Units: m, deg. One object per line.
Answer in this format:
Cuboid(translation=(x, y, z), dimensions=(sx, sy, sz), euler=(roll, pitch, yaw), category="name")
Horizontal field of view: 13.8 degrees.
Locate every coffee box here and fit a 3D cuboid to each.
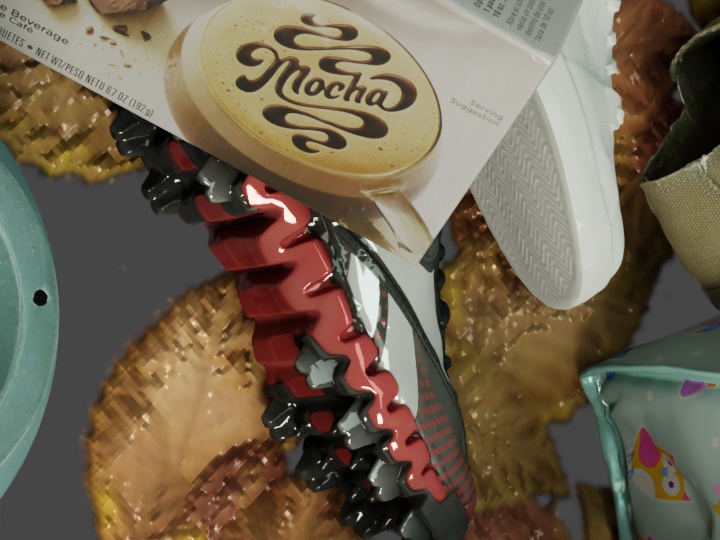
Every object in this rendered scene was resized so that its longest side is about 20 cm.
Cuboid(translation=(-0.038, -0.103, 0.909), dimensions=(0.200, 0.113, 0.080), euler=(29, 50, -5), category="coffee box")

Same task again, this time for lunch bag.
Cuboid(translation=(0.205, 0.056, 1.055), dimensions=(0.170, 0.200, 0.122), euler=(-19, 98, -31), category="lunch bag")

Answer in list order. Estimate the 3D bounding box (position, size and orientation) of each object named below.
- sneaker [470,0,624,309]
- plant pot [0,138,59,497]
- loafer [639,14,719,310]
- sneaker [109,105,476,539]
Cuboid(translation=(0.083, -0.095, 1.058), dimensions=(0.116, 0.074, 0.200), euler=(-20, 98, -28), category="sneaker")
Cuboid(translation=(-0.167, 0.013, 0.859), dimensions=(0.200, 0.134, 0.200), euler=(2, 87, -33), category="plant pot")
Cuboid(translation=(0.160, -0.079, 1.093), dimensions=(0.067, 0.076, 0.200), euler=(40, 54, -26), category="loafer")
Cuboid(translation=(0.000, 0.000, 1.002), dimensions=(0.098, 0.071, 0.201), euler=(-33, 104, -27), category="sneaker")
